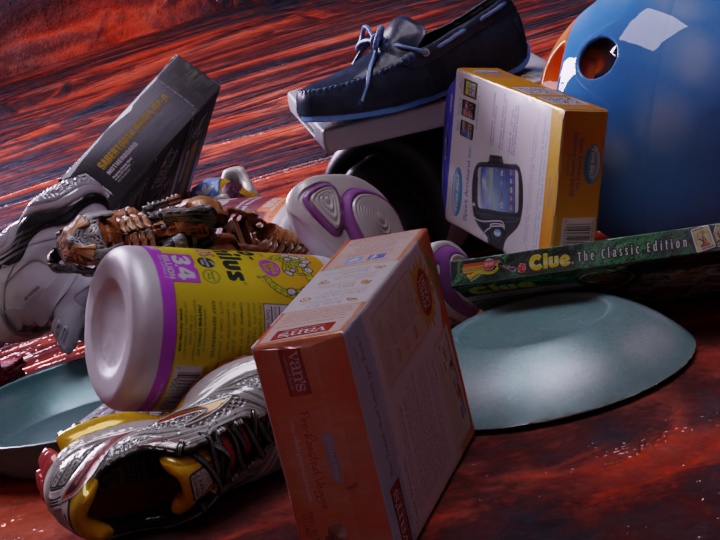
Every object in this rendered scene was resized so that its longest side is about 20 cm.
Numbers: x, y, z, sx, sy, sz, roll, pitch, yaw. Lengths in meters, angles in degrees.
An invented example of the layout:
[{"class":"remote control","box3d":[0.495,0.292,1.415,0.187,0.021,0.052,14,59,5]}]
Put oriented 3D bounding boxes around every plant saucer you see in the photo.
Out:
[{"class":"plant saucer","box3d":[0.115,0.049,1.393,0.200,0.039,0.201,-12,13,3]},{"class":"plant saucer","box3d":[-0.184,0.100,1.483,0.199,0.036,0.200,-12,13,3]}]

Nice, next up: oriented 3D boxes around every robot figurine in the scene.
[{"class":"robot figurine","box3d":[0.046,-0.071,1.751,0.150,0.126,0.200,3,21,32]}]

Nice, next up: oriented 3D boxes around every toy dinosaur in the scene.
[{"class":"toy dinosaur","box3d":[-0.120,-0.005,1.448,0.199,0.103,0.136,17,-37,-27]}]

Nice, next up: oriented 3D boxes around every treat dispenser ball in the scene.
[{"class":"treat dispenser ball","box3d":[0.230,-0.115,1.593,0.200,0.202,0.201,-13,14,3]}]

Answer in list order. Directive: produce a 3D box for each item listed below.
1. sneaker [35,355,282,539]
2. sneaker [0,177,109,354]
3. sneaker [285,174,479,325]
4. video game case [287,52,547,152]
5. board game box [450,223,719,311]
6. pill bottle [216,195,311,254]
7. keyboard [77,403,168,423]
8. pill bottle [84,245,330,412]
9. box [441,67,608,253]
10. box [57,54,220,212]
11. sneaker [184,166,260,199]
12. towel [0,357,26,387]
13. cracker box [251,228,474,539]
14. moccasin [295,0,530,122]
[{"class":"sneaker","box3d":[-0.091,0.114,1.291,0.199,0.078,0.082,-23,24,-10]},{"class":"sneaker","box3d":[-0.240,0.034,1.612,0.200,0.115,0.075,-46,-27,25]},{"class":"sneaker","box3d":[0.000,0.000,1.503,0.099,0.075,0.200,-16,-33,31]},{"class":"video game case","box3d":[0.051,-0.143,1.735,0.199,0.022,0.182,-13,16,-7]},{"class":"board game box","box3d":[0.171,0.004,1.445,0.199,0.024,0.105,-8,-17,21]},{"class":"pill bottle","box3d":[-0.102,0.003,1.622,0.199,0.115,0.114,-2,18,38]},{"class":"keyboard","box3d":[-0.118,0.069,1.446,0.056,0.011,0.200,-6,16,26]},{"class":"pill bottle","box3d":[-0.069,0.040,1.381,0.199,0.105,0.104,3,5,-28]},{"class":"box","box3d":[0.113,-0.077,1.567,0.041,0.120,0.200,-1,15,-21]},{"class":"box","box3d":[-0.192,-0.062,1.765,0.159,0.048,0.200,-52,-7,-30]},{"class":"sneaker","box3d":[-0.130,-0.028,1.820,0.075,0.091,0.200,-10,14,14]},{"class":"towel","box3d":[-0.352,0.114,1.615,0.144,0.023,0.200,-8,14,20]},{"class":"cracker box","box3d":[0.006,0.069,1.216,0.057,0.135,0.200,-9,14,17]},{"class":"moccasin","box3d":[0.035,-0.166,1.662,0.199,0.069,0.080,-21,19,-28]}]
